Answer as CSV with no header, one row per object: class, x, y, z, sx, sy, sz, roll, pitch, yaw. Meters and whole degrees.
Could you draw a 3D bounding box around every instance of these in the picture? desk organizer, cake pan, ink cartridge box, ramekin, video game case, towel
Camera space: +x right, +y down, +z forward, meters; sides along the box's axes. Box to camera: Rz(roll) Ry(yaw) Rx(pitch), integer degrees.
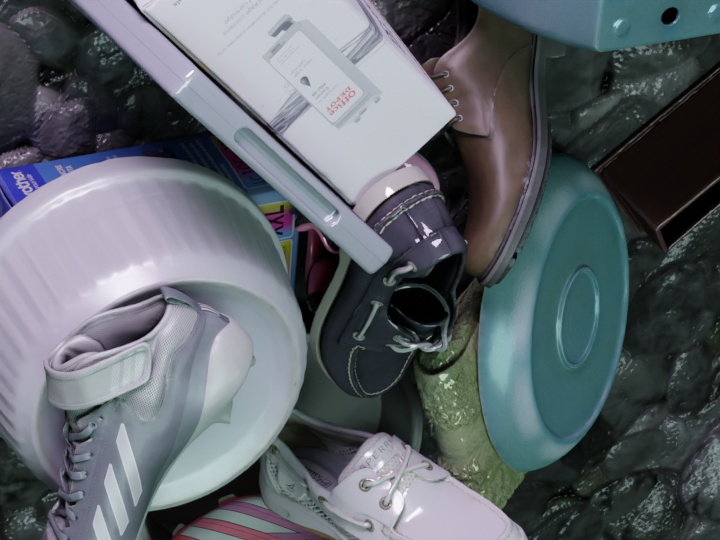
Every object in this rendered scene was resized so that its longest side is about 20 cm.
desk organizer,0.257,-0.088,1.795,0.200,0.077,0.072,-40,132,2
cake pan,-0.057,0.115,1.792,0.200,0.037,0.201,-14,128,-19
ink cartridge box,-0.055,-0.148,1.536,0.083,0.147,0.200,-42,133,7
ramekin,-0.121,0.045,1.571,0.202,0.094,0.203,-14,128,-18
ink cartridge box,-0.141,0.004,1.646,0.200,0.076,0.137,-10,126,-21
video game case,-0.085,-0.093,1.522,0.022,0.200,0.182,-47,131,1
towel,0.093,0.057,1.767,0.200,0.036,0.149,-53,141,-45

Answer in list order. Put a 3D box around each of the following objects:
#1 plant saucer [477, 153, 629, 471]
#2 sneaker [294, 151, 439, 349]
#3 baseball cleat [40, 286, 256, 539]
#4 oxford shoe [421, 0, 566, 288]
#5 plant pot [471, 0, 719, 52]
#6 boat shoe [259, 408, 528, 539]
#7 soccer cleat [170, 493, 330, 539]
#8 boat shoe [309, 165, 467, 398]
plant saucer,0.126,0.028,1.757,0.200,0.027,0.201,-26,120,-60
sneaker,0.000,0.000,1.683,0.095,0.079,0.200,-50,153,-23
baseball cleat,-0.143,0.095,1.499,0.106,0.070,0.200,31,96,-32
oxford shoe,0.070,-0.089,1.658,0.084,0.073,0.200,9,75,-14
plant pot,0.128,-0.210,1.557,0.141,0.200,0.142,-11,127,-23
boat shoe,0.011,0.132,1.692,0.071,0.200,0.069,-41,133,-35
soccer cleat,-0.032,0.175,1.772,0.200,0.076,0.067,-14,128,-20
boat shoe,0.021,0.024,1.610,0.073,0.063,0.200,-28,153,-25
